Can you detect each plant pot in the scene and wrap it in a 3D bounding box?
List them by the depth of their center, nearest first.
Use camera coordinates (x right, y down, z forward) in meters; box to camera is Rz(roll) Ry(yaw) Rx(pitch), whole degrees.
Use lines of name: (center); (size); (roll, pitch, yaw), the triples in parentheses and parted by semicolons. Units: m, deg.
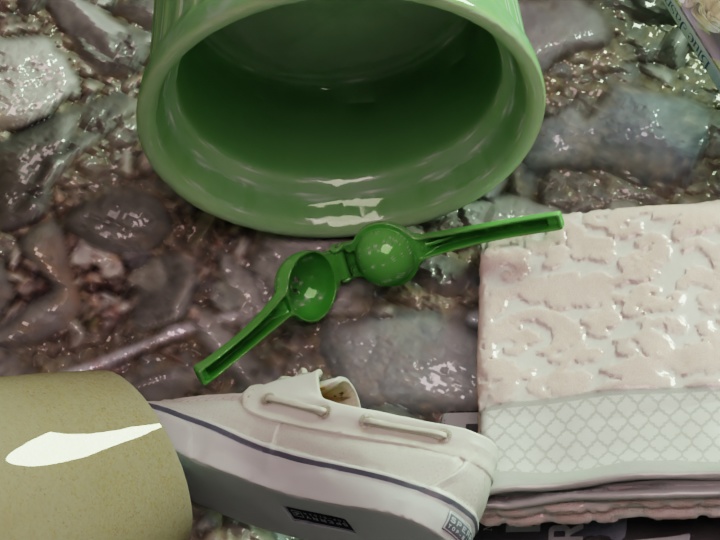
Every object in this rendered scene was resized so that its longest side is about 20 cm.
plant pot: (-0.183, 0.126, 1.111); (0.200, 0.187, 0.187); (-24, 66, -27)

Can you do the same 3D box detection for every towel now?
towel: (0.153, 0.038, 1.184); (0.200, 0.032, 0.191); (-4, 46, 11)

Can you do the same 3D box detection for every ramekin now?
ramekin: (-0.012, -0.112, 1.214); (0.200, 0.200, 0.098); (-3, 56, -3)

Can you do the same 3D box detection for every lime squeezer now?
lime squeezer: (0.000, 0.000, 1.226); (0.200, 0.071, 0.038); (-23, 96, -12)

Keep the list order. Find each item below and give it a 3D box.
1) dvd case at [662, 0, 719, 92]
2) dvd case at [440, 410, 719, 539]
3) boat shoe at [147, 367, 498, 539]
dvd case: (0.224, -0.158, 1.264); (0.142, 0.018, 0.200); (-27, 77, -13)
dvd case: (0.132, 0.136, 1.159); (0.200, 0.025, 0.151); (-2, 62, 13)
boat shoe: (-0.026, 0.082, 1.159); (0.200, 0.071, 0.070); (10, 60, 33)
